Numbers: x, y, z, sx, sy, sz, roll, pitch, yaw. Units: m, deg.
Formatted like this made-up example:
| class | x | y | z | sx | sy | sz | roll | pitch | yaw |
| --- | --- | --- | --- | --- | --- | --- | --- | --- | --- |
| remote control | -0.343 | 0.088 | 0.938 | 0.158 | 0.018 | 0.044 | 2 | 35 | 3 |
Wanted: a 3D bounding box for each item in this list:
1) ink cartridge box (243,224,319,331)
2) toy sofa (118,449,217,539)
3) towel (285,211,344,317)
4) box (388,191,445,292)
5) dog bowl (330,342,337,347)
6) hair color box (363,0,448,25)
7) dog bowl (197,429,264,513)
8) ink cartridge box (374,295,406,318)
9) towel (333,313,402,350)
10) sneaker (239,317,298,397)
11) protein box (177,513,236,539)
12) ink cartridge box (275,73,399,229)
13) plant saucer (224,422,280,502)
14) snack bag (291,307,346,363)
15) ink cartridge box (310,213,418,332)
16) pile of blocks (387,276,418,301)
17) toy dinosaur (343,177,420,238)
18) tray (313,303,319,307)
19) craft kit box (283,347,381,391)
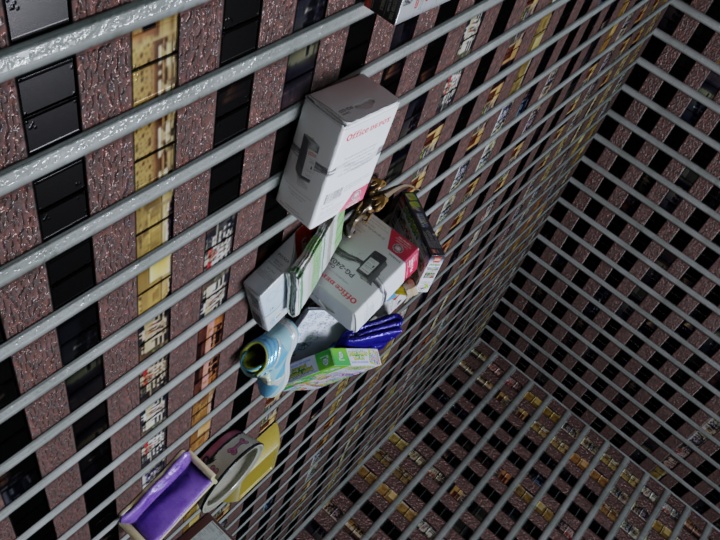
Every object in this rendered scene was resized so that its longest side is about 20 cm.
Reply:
| class | x | y | z | sx | sy | sz | roll | pitch | yaw |
| --- | --- | --- | --- | --- | --- | --- | --- | --- | --- |
| ink cartridge box | -0.122 | 0.003 | 1.380 | 0.200 | 0.047 | 0.160 | -44 | 162 | -19 |
| toy sofa | -0.396 | 0.474 | 1.563 | 0.200 | 0.083 | 0.098 | -46 | 163 | -20 |
| towel | -0.082 | -0.028 | 1.385 | 0.150 | 0.030 | 0.201 | 102 | 14 | -57 |
| box | 0.117 | -0.063 | 1.632 | 0.034 | 0.201 | 0.111 | 1 | 136 | -24 |
| dog bowl | -0.066 | 0.180 | 1.880 | 0.111 | 0.049 | 0.201 | -41 | 161 | -31 |
| hair color box | 0.097 | -0.425 | 1.057 | 0.200 | 0.061 | 0.102 | -38 | 158 | -41 |
| dog bowl | -0.314 | 0.452 | 1.732 | 0.200 | 0.074 | 0.200 | -47 | 165 | -16 |
| ink cartridge box | 0.080 | -0.005 | 1.756 | 0.200 | 0.084 | 0.147 | -39 | 146 | -45 |
| towel | 0.016 | 0.160 | 1.735 | 0.146 | 0.050 | 0.200 | -19 | 166 | -15 |
| sneaker | -0.201 | 0.197 | 1.521 | 0.130 | 0.079 | 0.201 | -33 | 146 | -51 |
| protein box | -0.441 | 0.793 | 1.999 | 0.200 | 0.135 | 0.199 | -34 | 155 | -43 |
| ink cartridge box | -0.037 | -0.183 | 1.162 | 0.145 | 0.085 | 0.201 | -34 | 158 | -44 |
| plant saucer | -0.285 | 0.522 | 2.005 | 0.200 | 0.048 | 0.201 | -40 | 159 | -36 |
| snack bag | -0.109 | 0.152 | 1.654 | 0.200 | 0.021 | 0.188 | -50 | 151 | 23 |
| ink cartridge box | 0.000 | 0.000 | 1.519 | 0.200 | 0.145 | 0.084 | -45 | 160 | -23 |
| pile of blocks | 0.035 | 0.042 | 1.604 | 0.082 | 0.199 | 0.062 | -55 | 141 | -28 |
| toy dinosaur | 0.038 | -0.145 | 1.504 | 0.199 | 0.061 | 0.106 | -36 | 172 | -15 |
| tray | -0.049 | 0.080 | 1.744 | 0.200 | 0.037 | 0.099 | -27 | 150 | -55 |
| craft kit box | -0.084 | 0.224 | 1.705 | 0.197 | 0.049 | 0.199 | -27 | 161 | 27 |
